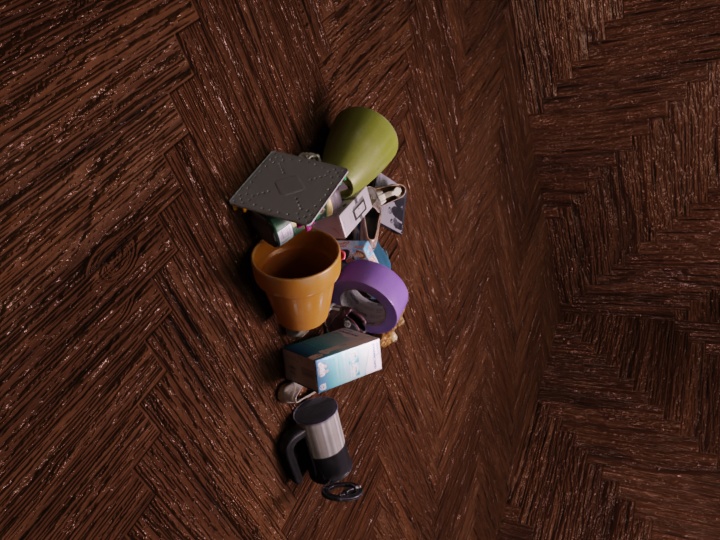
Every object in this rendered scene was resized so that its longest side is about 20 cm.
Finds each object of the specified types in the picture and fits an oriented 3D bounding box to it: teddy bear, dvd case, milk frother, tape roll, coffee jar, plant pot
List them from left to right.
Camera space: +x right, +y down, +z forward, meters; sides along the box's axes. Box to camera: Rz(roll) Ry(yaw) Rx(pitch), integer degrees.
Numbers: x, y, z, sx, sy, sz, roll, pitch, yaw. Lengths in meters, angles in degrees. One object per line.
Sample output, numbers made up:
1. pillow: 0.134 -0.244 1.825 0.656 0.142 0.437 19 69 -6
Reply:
1. coffee jar: -0.143 -0.140 1.400 0.200 0.104 0.086 -35 135 -27
2. plant pot: -0.140 0.031 1.415 0.200 0.200 0.184 -52 149 -44
3. milk frother: -0.077 0.447 1.517 0.180 0.199 0.189 -39 123 -47
4. plant pot: -0.023 -0.282 1.573 0.200 0.187 0.187 -64 141 -36
5. tape roll: 0.022 0.072 1.659 0.085 0.199 0.200 -58 138 -39
6. dvd case: 0.086 -0.209 1.918 0.200 0.025 0.151 20 74 -56
7. teddy bear: 0.100 0.142 1.872 0.067 0.145 0.201 24 60 -20

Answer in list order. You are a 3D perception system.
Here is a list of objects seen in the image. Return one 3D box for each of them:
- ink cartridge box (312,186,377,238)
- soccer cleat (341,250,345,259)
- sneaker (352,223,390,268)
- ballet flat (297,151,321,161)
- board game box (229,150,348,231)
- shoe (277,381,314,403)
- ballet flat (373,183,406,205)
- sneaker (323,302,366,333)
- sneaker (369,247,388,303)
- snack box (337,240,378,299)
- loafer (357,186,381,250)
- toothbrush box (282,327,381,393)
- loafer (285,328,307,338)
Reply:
1. ink cartridge box: -0.049 -0.164 1.607 0.200 0.116 0.068 -53 135 -45
2. soccer cleat: -0.114 -0.054 1.545 0.200 0.073 0.069 16 78 -59
3. sneaker: 0.009 -0.070 1.756 0.076 0.081 0.201 -30 98 -53
4. ballet flat: -0.154 -0.222 1.480 0.200 0.072 0.072 -62 140 -35
5. board game box: -0.155 -0.180 1.360 0.026 0.199 0.200 87 26 -47
6. shoe: -0.130 0.292 1.557 0.200 0.053 0.070 -19 108 -57
7. ballet flat: 0.061 -0.219 1.798 0.200 0.067 0.068 -29 108 -40
8. sneaker: -0.030 0.183 1.657 0.076 0.115 0.201 -45 128 -49
9. sneaker: 0.067 0.027 1.853 0.079 0.075 0.201 -17 107 -60
10. snack box: 0.000 0.000 1.698 0.037 0.116 0.200 -62 140 -36
11. loafer: 0.030 -0.149 1.689 0.063 0.072 0.201 123 -28 -62
12. toothbrush box: -0.069 0.216 1.513 0.200 0.146 0.086 -16 106 -38
13. loafer: -0.118 0.097 1.544 0.200 0.075 0.070 -59 138 -34
